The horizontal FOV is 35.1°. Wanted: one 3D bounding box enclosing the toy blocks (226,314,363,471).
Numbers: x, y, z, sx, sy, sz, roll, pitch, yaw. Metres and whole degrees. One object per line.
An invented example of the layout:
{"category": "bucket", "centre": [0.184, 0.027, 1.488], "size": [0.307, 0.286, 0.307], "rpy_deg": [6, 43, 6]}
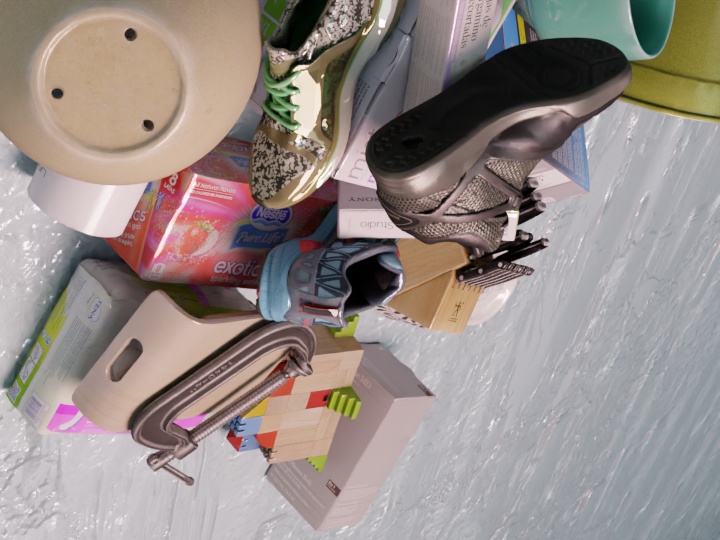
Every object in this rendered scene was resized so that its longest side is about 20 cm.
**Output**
{"category": "toy blocks", "centre": [-0.085, 0.133, 1.210], "size": [0.137, 0.100, 0.200], "rpy_deg": [-4, 127, -32]}

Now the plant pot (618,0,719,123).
{"category": "plant pot", "centre": [0.343, -0.275, 1.195], "size": [0.200, 0.200, 0.193], "rpy_deg": [-10, 119, -44]}

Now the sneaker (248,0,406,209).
{"category": "sneaker", "centre": [-0.046, -0.138, 0.790], "size": [0.089, 0.077, 0.200], "rpy_deg": [0, 117, -53]}

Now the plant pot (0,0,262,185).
{"category": "plant pot", "centre": [-0.154, -0.135, 0.717], "size": [0.200, 0.134, 0.201], "rpy_deg": [-5, 116, -10]}

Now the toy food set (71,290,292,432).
{"category": "toy food set", "centre": [-0.130, 0.061, 0.964], "size": [0.200, 0.060, 0.144], "rpy_deg": [-6, 144, -53]}

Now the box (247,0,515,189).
{"category": "box", "centre": [0.001, -0.192, 0.878], "size": [0.097, 0.176, 0.200], "rpy_deg": [7, 118, -51]}

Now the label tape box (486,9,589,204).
{"category": "label tape box", "centre": [0.156, -0.162, 1.119], "size": [0.063, 0.144, 0.200], "rpy_deg": [-13, 161, 30]}

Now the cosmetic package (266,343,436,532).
{"category": "cosmetic package", "centre": [-0.012, 0.193, 1.327], "size": [0.090, 0.107, 0.200], "rpy_deg": [1, 122, -50]}

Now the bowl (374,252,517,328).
{"category": "bowl", "centre": [0.115, 0.001, 1.284], "size": [0.201, 0.094, 0.201], "rpy_deg": [-30, 144, -25]}

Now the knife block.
{"category": "knife block", "centre": [0.084, -0.034, 1.144], "size": [0.064, 0.200, 0.176], "rpy_deg": [13, 102, -53]}

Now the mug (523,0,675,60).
{"category": "mug", "centre": [0.228, -0.286, 1.086], "size": [0.185, 0.114, 0.152], "rpy_deg": [-61, 140, -36]}

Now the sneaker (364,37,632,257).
{"category": "sneaker", "centre": [0.101, -0.084, 0.800], "size": [0.199, 0.076, 0.114], "rpy_deg": [-32, 143, -12]}

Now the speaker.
{"category": "speaker", "centre": [-0.170, -0.125, 0.839], "size": [0.081, 0.081, 0.200], "rpy_deg": [6, 120, -51]}

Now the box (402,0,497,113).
{"category": "box", "centre": [0.060, -0.139, 0.803], "size": [0.039, 0.041, 0.200], "rpy_deg": [-20, 135, -31]}

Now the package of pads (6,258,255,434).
{"category": "package of pads", "centre": [-0.194, 0.072, 1.026], "size": [0.200, 0.068, 0.155], "rpy_deg": [10, 117, -53]}

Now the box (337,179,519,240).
{"category": "box", "centre": [0.053, -0.105, 0.966], "size": [0.144, 0.200, 0.036], "rpy_deg": [0, 136, -1]}

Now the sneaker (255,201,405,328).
{"category": "sneaker", "centre": [0.000, 0.000, 0.944], "size": [0.200, 0.095, 0.079], "rpy_deg": [-40, 139, -51]}

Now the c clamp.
{"category": "c clamp", "centre": [-0.114, 0.110, 0.980], "size": [0.200, 0.027, 0.171], "rpy_deg": [-36, 154, 6]}

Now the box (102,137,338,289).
{"category": "box", "centre": [-0.114, -0.051, 0.966], "size": [0.200, 0.095, 0.103], "rpy_deg": [8, 117, -52]}

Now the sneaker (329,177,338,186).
{"category": "sneaker", "centre": [-0.009, -0.082, 1.091], "size": [0.200, 0.076, 0.080], "rpy_deg": [-54, 158, 18]}
